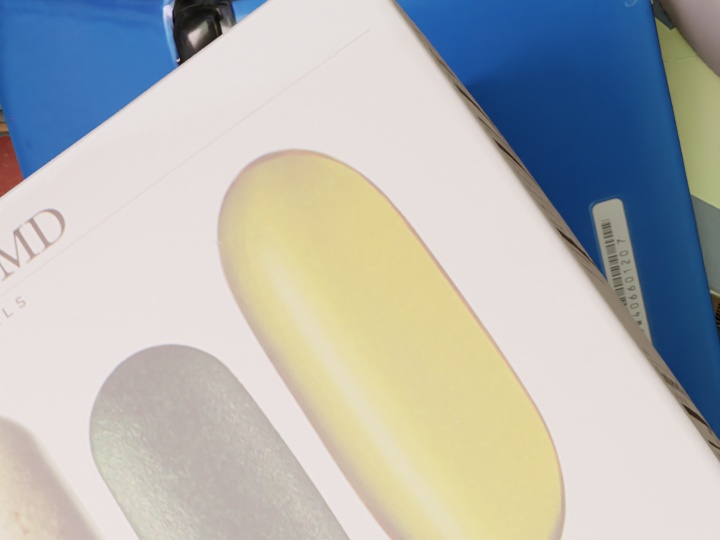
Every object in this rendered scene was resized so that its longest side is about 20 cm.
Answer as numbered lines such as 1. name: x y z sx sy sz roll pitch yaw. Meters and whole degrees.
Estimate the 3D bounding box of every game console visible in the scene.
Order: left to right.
1. game console: 0.000 0.000 0.769 0.170 0.118 0.201 -16 113 -3

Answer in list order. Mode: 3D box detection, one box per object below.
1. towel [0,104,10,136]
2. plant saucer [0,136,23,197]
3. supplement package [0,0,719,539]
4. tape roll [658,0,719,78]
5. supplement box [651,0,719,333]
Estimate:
1. towel: -0.153 -0.103 0.872 0.198 0.022 0.148 -1 60 13
2. plant saucer: -0.144 0.009 0.885 0.198 0.037 0.202 -12 83 6
3. supplement package: 0.006 0.067 0.604 0.151 0.151 0.201 -35 77 4
4. tape roll: 0.158 -0.129 0.674 0.201 0.139 0.204 -1 83 7
5. supplement box: 0.141 -0.077 0.809 0.199 0.134 0.201 28 89 9
